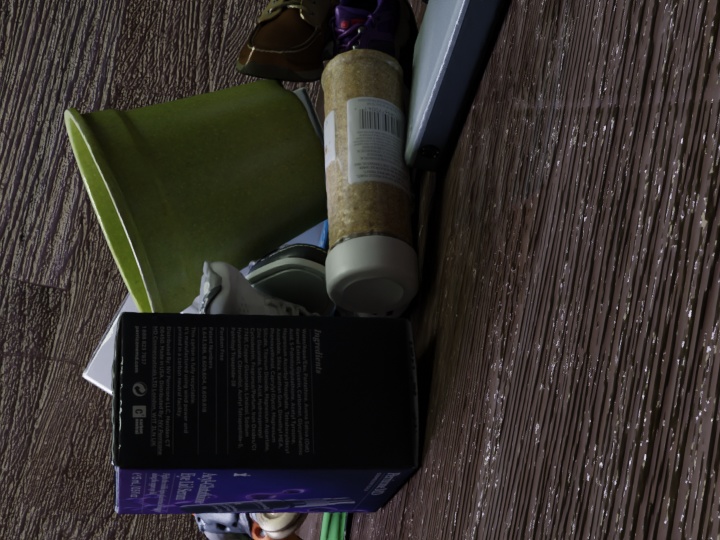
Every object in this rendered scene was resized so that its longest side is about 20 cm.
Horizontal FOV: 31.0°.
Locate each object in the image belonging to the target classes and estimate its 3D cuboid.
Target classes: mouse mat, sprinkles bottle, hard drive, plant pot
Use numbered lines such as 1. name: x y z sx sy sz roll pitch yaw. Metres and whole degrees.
1. mouse mat: -0.015 0.180 1.175 0.161 0.007 0.203 129 152 -76
2. sprinkles bottle: 0.006 -0.070 0.977 0.068 0.067 0.202 111 160 -57
3. hard drive: 0.073 -0.189 0.924 0.201 0.032 0.141 109 170 -51
4. plant pot: -0.129 -0.073 1.105 0.202 0.182 0.201 59 164 29

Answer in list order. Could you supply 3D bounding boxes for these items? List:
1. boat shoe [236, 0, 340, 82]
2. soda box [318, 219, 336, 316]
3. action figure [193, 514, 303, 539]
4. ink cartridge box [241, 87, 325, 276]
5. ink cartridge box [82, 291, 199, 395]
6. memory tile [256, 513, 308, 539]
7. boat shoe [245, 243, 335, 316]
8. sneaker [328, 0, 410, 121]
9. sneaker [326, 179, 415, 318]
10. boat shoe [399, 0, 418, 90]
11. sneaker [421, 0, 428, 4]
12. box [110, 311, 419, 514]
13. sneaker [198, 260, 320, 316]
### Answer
1. boat shoe: -0.059 -0.213 1.125 0.200 0.075 0.075 -66 -18 -68
2. soda box: -0.022 0.048 1.180 0.068 0.063 0.202 -95 19 -69
3. action figure: -0.093 0.176 1.131 0.192 0.104 0.203 -3 90 45
4. ink cartridge box: -0.087 -0.072 1.289 0.200 0.145 0.148 73 177 -86
5. ink cartridge box: -0.153 0.102 1.327 0.146 0.146 0.200 -61 -28 -10
6. memory tile: -0.070 0.122 1.084 0.154 0.017 0.199 -53 36 -7
7. boat shoe: -0.061 0.010 1.044 0.200 0.075 0.061 -38 30 62
8. sneaker: -0.004 -0.177 1.102 0.084 0.080 0.202 54 -150 -54
9. sneaker: 0.000 0.000 1.072 0.201 0.074 0.116 -88 8 -51
10. boat shoe: 0.022 -0.163 1.184 0.062 0.074 0.203 159 117 -77
11. sneaker: 0.051 -0.276 1.086 0.077 0.076 0.200 -47 27 7
12. box: -0.070 0.102 0.890 0.148 0.197 0.106 113 157 -66
13. sneaker: -0.066 0.045 0.982 0.200 0.086 0.075 56 -148 -62
